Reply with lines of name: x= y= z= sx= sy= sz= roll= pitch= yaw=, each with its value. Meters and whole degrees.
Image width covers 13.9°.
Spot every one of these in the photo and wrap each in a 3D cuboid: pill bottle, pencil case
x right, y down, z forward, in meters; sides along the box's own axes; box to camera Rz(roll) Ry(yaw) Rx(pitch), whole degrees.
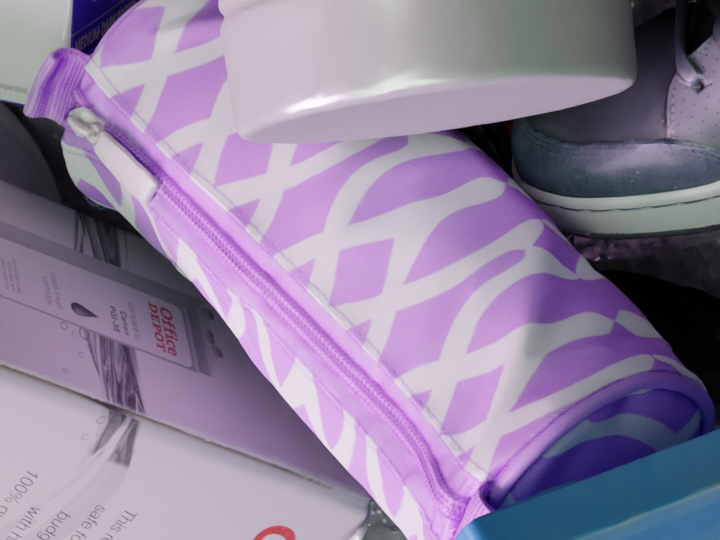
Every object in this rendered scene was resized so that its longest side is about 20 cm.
pill bottle: x=0.004 y=-0.135 z=0.685 sx=0.113 sy=0.113 sz=0.201 roll=-9 pitch=87 yaw=24
pencil case: x=0.000 y=0.000 z=0.742 sx=0.200 sy=0.085 sz=0.084 roll=43 pitch=117 yaw=34

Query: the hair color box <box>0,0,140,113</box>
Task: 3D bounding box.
hair color box: x=-0.110 y=-0.153 z=0.785 sx=0.109 sy=0.065 sz=0.201 roll=14 pitch=118 yaw=16

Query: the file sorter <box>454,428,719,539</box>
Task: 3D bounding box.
file sorter: x=0.079 y=0.132 z=0.697 sx=0.123 sy=0.138 sz=0.200 roll=60 pitch=150 yaw=21

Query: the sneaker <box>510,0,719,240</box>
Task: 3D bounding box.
sneaker: x=0.106 y=-0.096 z=0.697 sx=0.202 sy=0.077 sz=0.146 roll=-21 pitch=126 yaw=18

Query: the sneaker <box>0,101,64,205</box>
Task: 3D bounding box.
sneaker: x=-0.181 y=-0.043 z=0.850 sx=0.200 sy=0.080 sz=0.071 roll=29 pitch=118 yaw=2

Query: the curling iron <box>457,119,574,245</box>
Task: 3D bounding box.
curling iron: x=0.013 y=-0.089 z=0.785 sx=0.049 sy=0.026 sz=0.201 roll=-13 pitch=107 yaw=22

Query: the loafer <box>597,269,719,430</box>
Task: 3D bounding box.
loafer: x=0.090 y=0.046 z=0.790 sx=0.199 sy=0.073 sz=0.073 roll=5 pitch=118 yaw=20

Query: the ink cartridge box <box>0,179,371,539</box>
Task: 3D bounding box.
ink cartridge box: x=-0.119 y=0.053 z=0.814 sx=0.199 sy=0.083 sz=0.147 roll=23 pitch=125 yaw=-29
